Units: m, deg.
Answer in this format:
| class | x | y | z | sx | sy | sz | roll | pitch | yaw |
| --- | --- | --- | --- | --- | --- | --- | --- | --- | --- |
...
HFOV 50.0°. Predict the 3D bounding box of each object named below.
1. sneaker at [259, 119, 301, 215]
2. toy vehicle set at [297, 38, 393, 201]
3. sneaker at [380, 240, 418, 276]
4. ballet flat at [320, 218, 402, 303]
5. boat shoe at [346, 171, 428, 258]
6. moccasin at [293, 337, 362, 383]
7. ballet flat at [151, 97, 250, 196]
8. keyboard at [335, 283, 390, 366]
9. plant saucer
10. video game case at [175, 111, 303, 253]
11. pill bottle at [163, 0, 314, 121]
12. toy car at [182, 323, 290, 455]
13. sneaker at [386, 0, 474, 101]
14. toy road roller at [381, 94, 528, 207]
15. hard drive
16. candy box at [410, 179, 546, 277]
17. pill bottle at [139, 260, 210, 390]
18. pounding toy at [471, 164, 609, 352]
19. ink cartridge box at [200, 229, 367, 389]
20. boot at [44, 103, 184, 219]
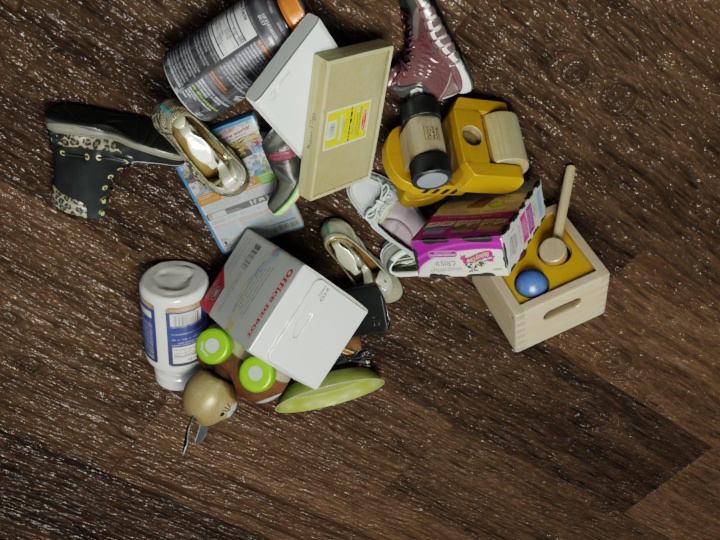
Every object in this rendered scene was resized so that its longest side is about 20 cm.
| class | x | y | z | sx | sy | sz | roll | pitch | yaw |
| --- | --- | --- | --- | --- | --- | --- | --- | --- | --- |
| sneaker | -0.108 | -0.178 | 1.118 | 0.083 | 0.077 | 0.203 | 13 | 112 | -5 |
| toy vehicle set | -0.021 | -0.202 | 1.045 | 0.123 | 0.026 | 0.202 | -25 | 138 | -41 |
| sneaker | 0.132 | -0.026 | 1.235 | 0.197 | 0.071 | 0.074 | -14 | 125 | 3 |
| ballet flat | 0.000 | 0.000 | 1.251 | 0.067 | 0.063 | 0.200 | -34 | 121 | 18 |
| boat shoe | 0.060 | -0.075 | 1.166 | 0.074 | 0.065 | 0.202 | -44 | 90 | 7 |
| moccasin | -0.095 | 0.146 | 1.336 | 0.198 | 0.078 | 0.074 | 6 | 127 | -8 |
| ballet flat | -0.209 | -0.154 | 1.068 | 0.068 | 0.075 | 0.200 | -44 | 137 | -3 |
| keyboard | -0.043 | 0.099 | 1.262 | 0.197 | 0.021 | 0.129 | -11 | 89 | 24 |
| plant saucer | -0.056 | 0.207 | 1.358 | 0.197 | 0.031 | 0.200 | -14 | 161 | -5 |
| video game case | -0.187 | -0.128 | 1.176 | 0.141 | 0.018 | 0.202 | -17 | 124 | 9 |
| pill bottle | -0.151 | -0.290 | 1.011 | 0.198 | 0.107 | 0.107 | -28 | 122 | 15 |
| toy car | -0.218 | 0.202 | 1.227 | 0.157 | 0.164 | 0.202 | 30 | 90 | 7 |
| sneaker | 0.065 | -0.300 | 1.040 | 0.114 | 0.076 | 0.201 | -25 | 123 | 17 |
| toy road roller | 0.126 | -0.160 | 1.113 | 0.197 | 0.125 | 0.146 | -1 | 158 | -20 |
| hard drive | -0.058 | -0.223 | 1.025 | 0.133 | 0.026 | 0.200 | -53 | 150 | -4 |
| candy box | 0.172 | -0.061 | 1.096 | 0.135 | 0.200 | 0.062 | -1 | 117 | 31 |
| pill bottle | -0.301 | 0.095 | 1.266 | 0.109 | 0.112 | 0.202 | 3 | 125 | -6 |
| pounding toy | 0.281 | -0.021 | 1.181 | 0.198 | 0.185 | 0.143 | -23 | 142 | -5 |
| ink cartridge box | -0.118 | 0.055 | 1.160 | 0.144 | 0.199 | 0.146 | 36 | 87 | -36 |
| boot | -0.354 | -0.146 | 1.122 | 0.201 | 0.074 | 0.155 | 13 | 126 | -7 |
